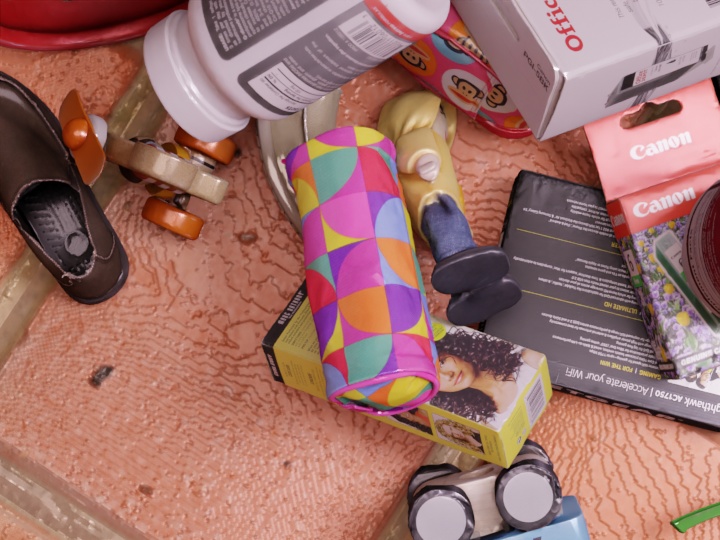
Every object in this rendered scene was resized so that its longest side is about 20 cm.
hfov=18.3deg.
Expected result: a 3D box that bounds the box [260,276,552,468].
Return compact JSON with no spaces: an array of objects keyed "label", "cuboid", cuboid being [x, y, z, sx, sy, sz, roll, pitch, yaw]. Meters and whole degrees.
[{"label":"box","cuboid":[0.032,0.069,1.591,0.199,0.050,0.075,18,57,26]}]

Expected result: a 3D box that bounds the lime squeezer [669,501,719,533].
[{"label":"lime squeezer","cuboid":[0.306,0.128,1.629,0.071,0.038,0.200,39,78,-3]}]

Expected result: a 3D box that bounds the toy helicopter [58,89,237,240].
[{"label":"toy helicopter","cuboid":[-0.154,-0.080,1.581,0.131,0.200,0.079,25,89,-10]}]

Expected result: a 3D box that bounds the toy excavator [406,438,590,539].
[{"label":"toy excavator","cuboid":[0.139,0.225,1.608,0.193,0.100,0.202,-15,97,1]}]

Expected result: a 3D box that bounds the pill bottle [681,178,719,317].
[{"label":"pill bottle","cuboid":[0.277,-0.018,1.465,0.112,0.200,0.114,0,86,-6]}]

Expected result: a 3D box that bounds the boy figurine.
[{"label":"boy figurine","cuboid":[0.060,-0.052,1.616,0.064,0.125,0.201,-21,46,6]}]

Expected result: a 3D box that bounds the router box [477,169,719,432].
[{"label":"router box","cuboid":[0.193,0.023,1.637,0.198,0.051,0.150,15,84,1]}]

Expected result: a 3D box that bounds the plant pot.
[{"label":"plant pot","cuboid":[-0.199,-0.275,1.605,0.199,0.200,0.184,-12,81,0]}]

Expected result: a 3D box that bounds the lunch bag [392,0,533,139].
[{"label":"lunch bag","cuboid":[0.094,-0.214,1.640,0.199,0.082,0.176,37,67,4]}]

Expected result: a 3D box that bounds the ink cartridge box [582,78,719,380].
[{"label":"ink cartridge box","cuboid":[0.238,-0.034,1.587,0.108,0.050,0.202,-18,89,-6]}]

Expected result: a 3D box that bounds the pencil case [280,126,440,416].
[{"label":"pencil case","cuboid":[0.000,0.000,1.542,0.088,0.089,0.201,-11,66,0]}]

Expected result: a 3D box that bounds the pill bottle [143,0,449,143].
[{"label":"pill bottle","cuboid":[-0.047,-0.175,1.544,0.199,0.116,0.117,-27,83,27]}]

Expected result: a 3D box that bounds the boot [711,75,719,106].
[{"label":"boot","cuboid":[0.343,-0.142,1.640,0.167,0.076,0.201,-27,77,-5]}]

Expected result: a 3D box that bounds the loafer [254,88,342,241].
[{"label":"loafer","cuboid":[-0.044,-0.115,1.646,0.068,0.076,0.202,-17,83,5]}]

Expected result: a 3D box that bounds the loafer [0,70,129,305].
[{"label":"loafer","cuboid":[-0.237,-0.069,1.646,0.073,0.071,0.201,-37,85,-3]}]

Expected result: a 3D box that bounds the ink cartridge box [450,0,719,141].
[{"label":"ink cartridge box","cuboid":[0.179,-0.195,1.558,0.199,0.083,0.147,-20,65,-21]}]
